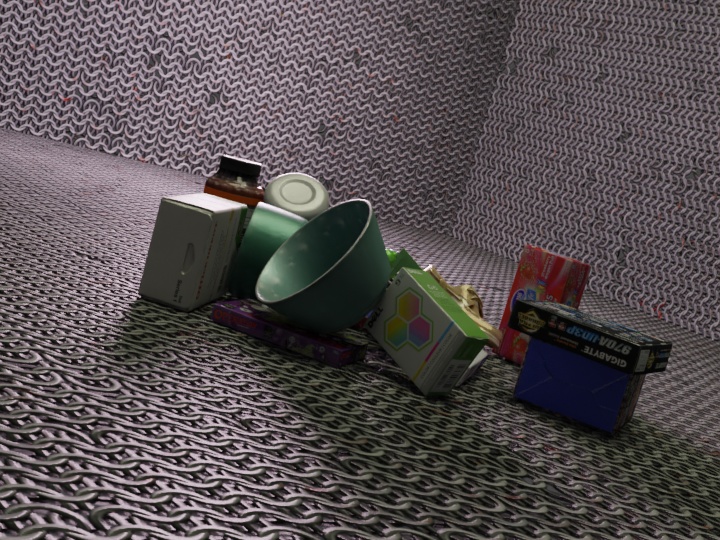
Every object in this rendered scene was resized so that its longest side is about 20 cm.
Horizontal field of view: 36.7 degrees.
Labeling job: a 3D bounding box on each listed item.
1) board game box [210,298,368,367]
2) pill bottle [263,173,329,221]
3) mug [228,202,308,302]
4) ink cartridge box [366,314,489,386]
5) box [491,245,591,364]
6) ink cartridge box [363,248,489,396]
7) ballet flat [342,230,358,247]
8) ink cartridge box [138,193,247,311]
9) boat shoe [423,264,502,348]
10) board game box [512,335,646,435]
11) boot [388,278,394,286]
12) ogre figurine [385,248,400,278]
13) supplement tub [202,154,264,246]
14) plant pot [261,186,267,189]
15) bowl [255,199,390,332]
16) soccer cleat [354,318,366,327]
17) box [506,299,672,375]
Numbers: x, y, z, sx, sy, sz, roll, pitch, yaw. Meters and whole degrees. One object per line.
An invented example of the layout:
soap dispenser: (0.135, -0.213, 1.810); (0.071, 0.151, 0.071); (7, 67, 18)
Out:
board game box: (-0.098, 0.085, 1.518); (0.198, 0.033, 0.120); (19, 12, 16)
pill bottle: (-0.117, -0.061, 1.866); (0.111, 0.201, 0.113); (5, 46, -5)
mug: (-0.130, -0.019, 1.722); (0.113, 0.154, 0.185); (19, 7, -1)
ink cartridge box: (0.096, 0.089, 1.649); (0.199, 0.044, 0.196); (38, 12, 10)
box: (0.316, 0.068, 1.902); (0.099, 0.203, 0.095); (21, 6, 33)
ink cartridge box: (0.073, 0.066, 1.484); (0.059, 0.104, 0.200); (9, 32, -50)
ballet flat: (-0.018, 0.004, 1.627); (0.068, 0.201, 0.068); (31, 35, 5)
ink cartridge box: (-0.241, -0.032, 1.586); (0.083, 0.147, 0.200); (16, 7, 6)
boat shoe: (0.161, 0.052, 1.761); (0.199, 0.069, 0.074); (36, -6, 36)
board game box: (0.337, 0.162, 1.641); (0.158, 0.098, 0.200); (19, 7, 21)
boot: (0.048, 0.053, 1.834); (0.198, 0.092, 0.073); (19, 7, 21)
ogre figurine: (0.004, 0.010, 1.946); (0.198, 0.121, 0.098); (15, 7, -18)
supplement tub: (-0.223, -0.090, 1.841); (0.105, 0.203, 0.107); (13, 5, -1)
plant pot: (-0.111, -0.054, 2.124); (0.140, 0.143, 0.199); (22, 1, 39)
bowl: (-0.037, 0.008, 1.492); (0.105, 0.200, 0.201); (52, -8, -23)
soccer cleat: (-0.027, 0.039, 1.795); (0.198, 0.067, 0.077); (15, 42, 21)
box: (0.332, 0.094, 1.568); (0.198, 0.047, 0.158); (21, 8, 30)
